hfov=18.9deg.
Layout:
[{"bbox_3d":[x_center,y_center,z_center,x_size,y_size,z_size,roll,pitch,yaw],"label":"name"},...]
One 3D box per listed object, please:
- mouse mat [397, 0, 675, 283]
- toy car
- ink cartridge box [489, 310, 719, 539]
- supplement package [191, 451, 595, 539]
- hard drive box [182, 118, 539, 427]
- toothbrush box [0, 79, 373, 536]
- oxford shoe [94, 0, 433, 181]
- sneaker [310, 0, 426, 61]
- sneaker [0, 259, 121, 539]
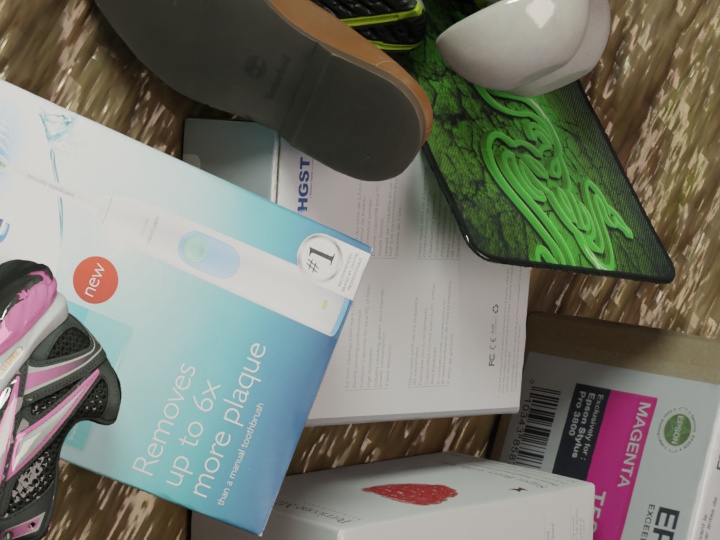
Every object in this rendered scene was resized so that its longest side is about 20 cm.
[{"bbox_3d":[0.084,-0.079,1.189,0.160,0.008,0.201,7,50,-40],"label":"mouse mat"},{"bbox_3d":[0.097,-0.194,1.135,0.200,0.149,0.176,-7,76,-76],"label":"toy car"},{"bbox_3d":[0.154,0.135,1.271,0.075,0.164,0.202,23,79,-43],"label":"ink cartridge box"},{"bbox_3d":[0.019,0.174,1.175,0.199,0.121,0.121,-4,99,-44],"label":"supplement package"},{"bbox_3d":[0.000,0.000,1.165,0.199,0.076,0.158,1,94,-45],"label":"hard drive box"},{"bbox_3d":[-0.117,0.016,0.999,0.199,0.085,0.148,25,84,-20],"label":"toothbrush box"},{"bbox_3d":[-0.051,-0.114,1.067,0.072,0.199,0.071,-55,177,22],"label":"oxford shoe"},{"bbox_3d":[-0.049,-0.181,1.113,0.200,0.075,0.077,36,35,-34],"label":"sneaker"},{"bbox_3d":[-0.170,0.096,0.894,0.086,0.080,0.200,46,76,-22],"label":"sneaker"}]
